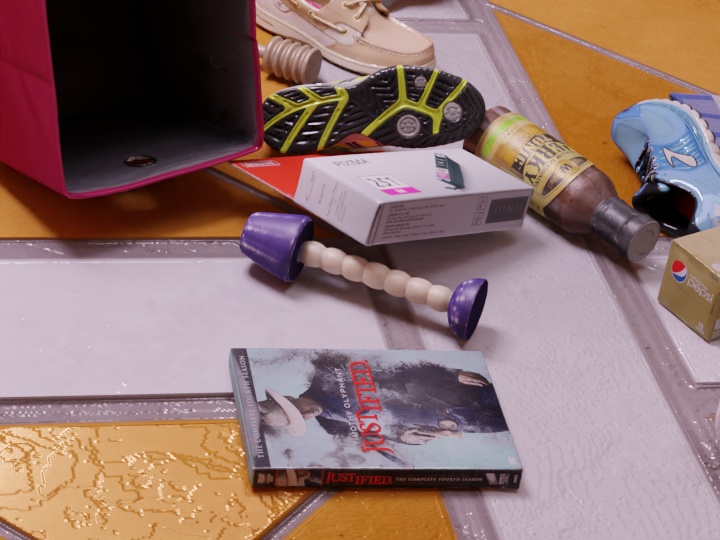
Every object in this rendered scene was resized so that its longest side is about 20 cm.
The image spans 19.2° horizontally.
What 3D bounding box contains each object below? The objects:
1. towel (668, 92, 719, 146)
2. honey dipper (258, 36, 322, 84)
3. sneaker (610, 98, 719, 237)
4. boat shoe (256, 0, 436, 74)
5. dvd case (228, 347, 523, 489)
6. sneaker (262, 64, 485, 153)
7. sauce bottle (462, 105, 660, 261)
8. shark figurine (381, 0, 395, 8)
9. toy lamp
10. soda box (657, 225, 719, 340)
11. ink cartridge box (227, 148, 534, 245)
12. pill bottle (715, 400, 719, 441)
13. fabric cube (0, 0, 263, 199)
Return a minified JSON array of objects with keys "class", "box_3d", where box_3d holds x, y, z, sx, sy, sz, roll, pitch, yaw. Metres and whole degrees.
[{"class":"towel","box_3d":[0.408,-0.131,2.028,0.200,0.024,0.147,1,34,-12]},{"class":"honey dipper","box_3d":[-0.131,-0.219,2.020,0.200,0.038,0.038,19,35,21]},{"class":"sneaker","box_3d":[0.273,-0.085,1.879,0.090,0.079,0.200,-11,39,-23]},{"class":"boat shoe","box_3d":[-0.016,-0.245,2.050,0.200,0.069,0.074,22,36,19]},{"class":"dvd case","box_3d":[0.009,0.108,1.576,0.200,0.022,0.146,1,35,-11]},{"class":"sneaker","box_3d":[0.010,-0.144,1.878,0.200,0.076,0.076,-1,8,3]},{"class":"sauce bottle","box_3d":[0.176,-0.074,1.848,0.065,0.065,0.200,-22,44,-38]},{"class":"shark figurine","box_3d":[0.003,-0.307,2.148,0.214,0.090,0.128,15,-1,-6]},{"class":"toy lamp","box_3d":[0.000,0.000,1.702,0.200,0.058,0.058,18,34,14]},{"class":"soda box","box_3d":[0.350,-0.005,1.790,0.200,0.064,0.068,-15,41,-31]},{"class":"ink cartridge box","box_3d":[0.018,-0.080,1.788,0.173,0.044,0.200,32,26,36]},{"class":"pill bottle","box_3d":[0.374,0.114,1.572,0.200,0.115,0.114,24,36,21]},{"class":"fabric cube","box_3d":[-0.219,-0.193,1.774,0.196,0.200,0.199,-17,26,-33]}]
